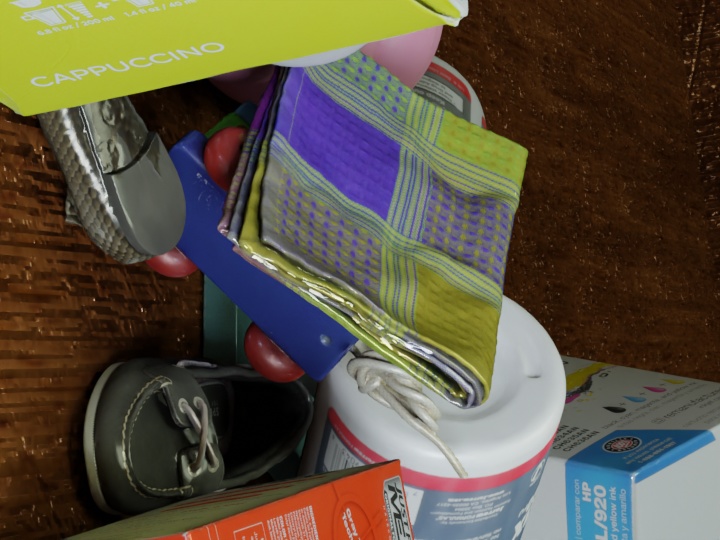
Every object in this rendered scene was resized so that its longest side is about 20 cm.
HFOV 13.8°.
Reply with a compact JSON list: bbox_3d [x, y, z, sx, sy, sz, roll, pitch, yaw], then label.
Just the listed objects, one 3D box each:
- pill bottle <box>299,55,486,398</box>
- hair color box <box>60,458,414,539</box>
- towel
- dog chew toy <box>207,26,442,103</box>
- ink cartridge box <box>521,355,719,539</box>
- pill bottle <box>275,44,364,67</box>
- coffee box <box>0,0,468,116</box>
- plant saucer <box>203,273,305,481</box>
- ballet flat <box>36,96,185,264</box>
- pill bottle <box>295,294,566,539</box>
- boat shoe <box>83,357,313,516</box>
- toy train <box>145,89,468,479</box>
[{"bbox_3d":[0.011,-0.021,1.583,0.201,0.113,0.114,-86,161,-53],"label":"pill bottle"},{"bbox_3d":[-0.060,0.125,1.195,0.200,0.101,0.062,-12,90,-65],"label":"hair color box"},{"bbox_3d":[0.012,-0.032,1.348,0.143,0.023,0.200,34,34,-13],"label":"towel"},{"bbox_3d":[-0.035,-0.134,1.500,0.200,0.124,0.125,-12,93,-67],"label":"dog chew toy"},{"bbox_3d":[0.114,0.139,1.634,0.147,0.199,0.146,-23,114,-46],"label":"ink cartridge box"},{"bbox_3d":[-0.011,-0.195,1.387,0.201,0.112,0.113,-66,146,-45],"label":"pill bottle"},{"bbox_3d":[-0.090,-0.195,1.095,0.200,0.198,0.199,38,45,-60],"label":"coffee box"},{"bbox_3d":[-0.042,0.072,1.540,0.200,0.019,0.070,56,28,-57],"label":"plant saucer"},{"bbox_3d":[-0.128,-0.095,1.261,0.067,0.046,0.201,-43,119,-47],"label":"ballet flat"},{"bbox_3d":[0.025,0.111,1.475,0.201,0.119,0.120,104,-7,-46],"label":"pill bottle"},{"bbox_3d":[-0.072,0.068,1.340,0.200,0.057,0.067,-14,95,-76],"label":"boat shoe"},{"bbox_3d":[0.000,0.000,1.387,0.200,0.085,0.116,44,43,1],"label":"toy train"}]
